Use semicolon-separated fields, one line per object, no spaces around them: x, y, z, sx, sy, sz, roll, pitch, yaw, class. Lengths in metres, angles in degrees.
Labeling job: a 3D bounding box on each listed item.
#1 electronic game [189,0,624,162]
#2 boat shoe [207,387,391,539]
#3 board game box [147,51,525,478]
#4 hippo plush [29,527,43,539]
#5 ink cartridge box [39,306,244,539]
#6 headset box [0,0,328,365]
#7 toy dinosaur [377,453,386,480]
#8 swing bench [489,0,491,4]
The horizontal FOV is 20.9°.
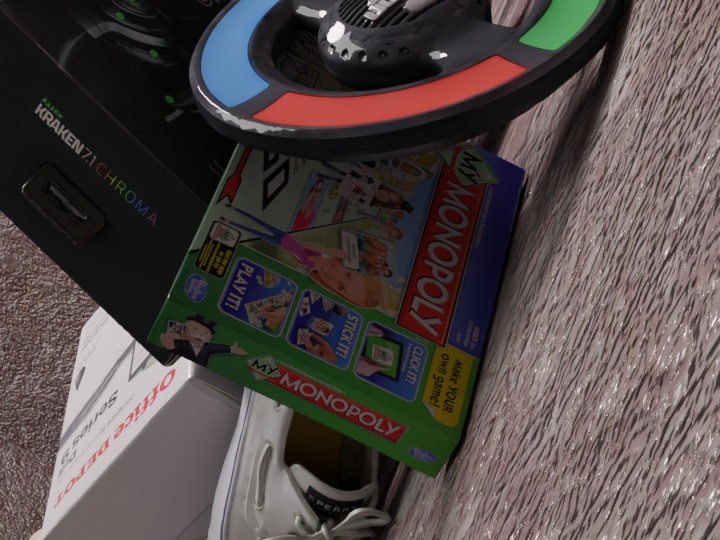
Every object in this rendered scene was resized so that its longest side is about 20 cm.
0.019;-0.110;0.879;0.200;0.200;0.042;-71;-29;-52;electronic game
-0.019;0.105;0.934;0.086;0.074;0.202;-141;58;-60;boat shoe
-0.003;-0.010;0.876;0.200;0.134;0.029;-72;9;-51;board game box
-0.091;0.195;1.203;0.159;0.200;0.161;-21;3;26;hippo plush
-0.094;0.063;1.075;0.146;0.084;0.200;-48;22;25;ink cartridge box
-0.094;-0.070;0.987;0.093;0.174;0.200;-49;-4;35;headset box
0.012;0.064;1.006;0.106;0.060;0.200;92;-173;-67;toy dinosaur
0.052;-0.212;1.430;0.199;0.130;0.200;133;160;-82;swing bench
